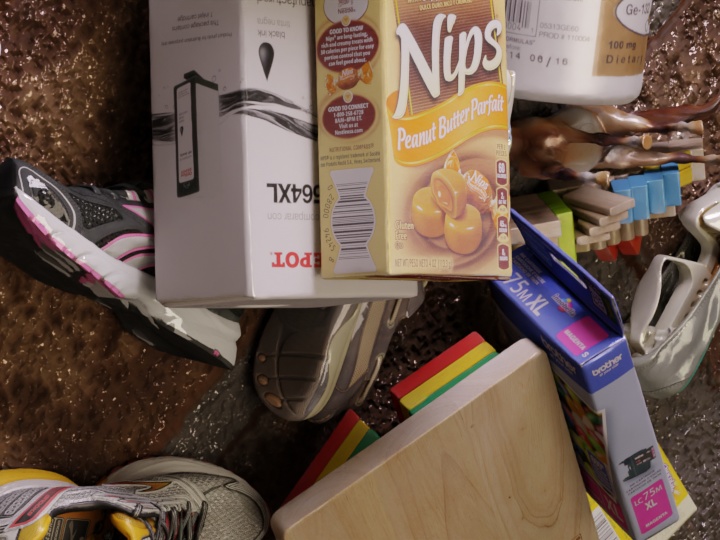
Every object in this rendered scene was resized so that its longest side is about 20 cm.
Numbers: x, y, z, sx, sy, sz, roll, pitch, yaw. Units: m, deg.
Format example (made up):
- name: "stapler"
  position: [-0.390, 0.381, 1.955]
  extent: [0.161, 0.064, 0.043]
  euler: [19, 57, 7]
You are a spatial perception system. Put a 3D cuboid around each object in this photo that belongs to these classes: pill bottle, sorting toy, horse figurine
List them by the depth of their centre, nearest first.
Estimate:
- name: "pill bottle"
  position: [0.128, -0.209, 1.627]
  extent: [0.114, 0.114, 0.201]
  euler: [-3, 105, -35]
- name: "sorting toy"
  position: [0.038, 0.154, 1.665]
  extent: [0.198, 0.070, 0.201]
  euler: [-34, 135, -15]
- name: "horse figurine"
  position: [0.150, -0.084, 1.689]
  extent: [0.199, 0.132, 0.050]
  euler: [-13, 108, -46]

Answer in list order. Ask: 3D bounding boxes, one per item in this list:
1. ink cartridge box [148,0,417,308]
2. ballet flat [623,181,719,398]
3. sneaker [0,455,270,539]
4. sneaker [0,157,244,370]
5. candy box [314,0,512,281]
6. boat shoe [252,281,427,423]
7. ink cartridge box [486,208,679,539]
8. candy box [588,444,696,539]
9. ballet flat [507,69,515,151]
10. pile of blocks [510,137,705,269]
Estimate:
- name: "ink cartridge box"
  position: [-0.043, -0.080, 1.517]
  extent: [0.146, 0.084, 0.202]
  euler: [-1, 88, -48]
- name: "ballet flat"
  position: [0.233, -0.009, 1.793]
  extent: [0.064, 0.067, 0.201]
  euler: [34, 82, -30]
- name: "sneaker"
  position: [-0.137, 0.159, 1.561]
  extent: [0.199, 0.082, 0.078]
  euler: [-3, 105, -36]
- name: "sneaker"
  position: [-0.136, -0.022, 1.526]
  extent: [0.200, 0.080, 0.087]
  euler: [37, 69, -45]
- name: "candy box"
  position: [0.030, -0.095, 1.494]
  extent: [0.115, 0.055, 0.202]
  euler: [1, 88, -51]
- name: "boat shoe"
  position: [0.000, 0.000, 1.631]
  extent: [0.073, 0.074, 0.201]
  euler: [18, 100, -49]
- name: "ink cartridge box"
  position: [0.135, 0.067, 1.652]
  extent: [0.042, 0.119, 0.201]
  euler: [-29, 131, -13]
- name: "candy box"
  position: [0.151, 0.128, 1.795]
  extent: [0.102, 0.026, 0.200]
  euler: [-44, 124, -18]
- name: "ballet flat"
  position: [0.057, -0.127, 1.578]
  extent: [0.074, 0.074, 0.201]
  euler: [-13, 84, -32]
- name: "pile of blocks"
  position: [0.159, -0.028, 1.722]
  extent: [0.199, 0.082, 0.063]
  euler: [-21, 115, -30]
